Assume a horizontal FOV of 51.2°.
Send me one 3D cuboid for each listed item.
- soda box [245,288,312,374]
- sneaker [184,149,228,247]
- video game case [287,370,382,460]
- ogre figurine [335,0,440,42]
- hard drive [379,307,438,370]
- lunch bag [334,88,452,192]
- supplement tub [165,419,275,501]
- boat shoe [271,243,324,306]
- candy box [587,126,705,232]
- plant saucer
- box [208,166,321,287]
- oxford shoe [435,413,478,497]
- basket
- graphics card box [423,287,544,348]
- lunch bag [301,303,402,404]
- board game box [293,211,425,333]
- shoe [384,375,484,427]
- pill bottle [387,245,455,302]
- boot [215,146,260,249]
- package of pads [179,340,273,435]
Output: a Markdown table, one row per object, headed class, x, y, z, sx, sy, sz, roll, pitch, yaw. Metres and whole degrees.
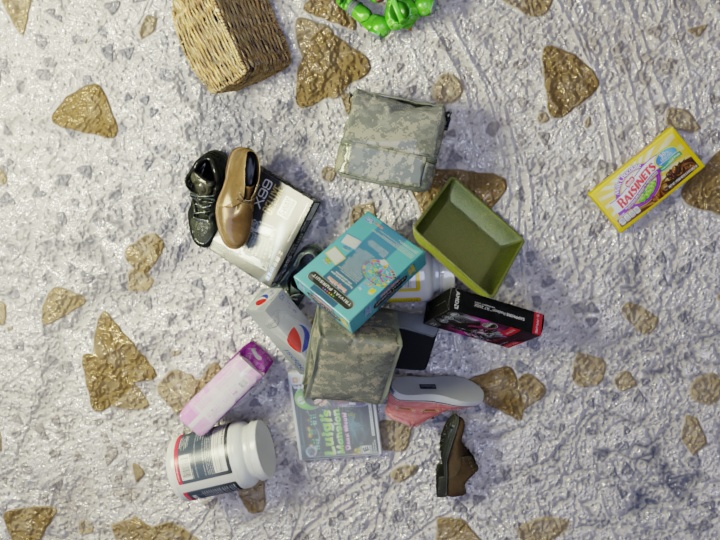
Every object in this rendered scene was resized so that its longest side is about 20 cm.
| class | x | y | z | sx | sy | sz | roll | pitch | yaw |
| --- | --- | --- | --- | --- | --- | --- | --- | --- | --- |
| soda box | -0.138 | 0.125 | 1.509 | 0.068 | 0.063 | 0.200 | -2 | 133 | 46 |
| sneaker | -0.316 | -0.139 | 1.500 | 0.076 | 0.114 | 0.200 | 15 | 104 | 4 |
| video game case | -0.054 | 0.304 | 1.603 | 0.182 | 0.023 | 0.200 | -6 | 100 | 7 |
| ogre figurine | 0.062 | -0.509 | 1.405 | 0.200 | 0.098 | 0.120 | -21 | 86 | -3 |
| hard drive | 0.052 | 0.139 | 1.526 | 0.200 | 0.042 | 0.135 | 12 | 127 | -1 |
| lunch bag | 0.061 | -0.248 | 1.430 | 0.200 | 0.139 | 0.168 | 12 | 102 | 2 |
| supplement tub | -0.293 | 0.397 | 1.582 | 0.200 | 0.140 | 0.141 | -14 | 99 | 8 |
| boat shoe | -0.142 | 0.033 | 1.540 | 0.073 | 0.062 | 0.200 | 34 | 102 | -2 |
| candy box | 0.552 | -0.175 | 1.457 | 0.200 | 0.026 | 0.102 | -41 | 91 | 11 |
| plant saucer | 0.202 | -0.058 | 1.450 | 0.200 | 0.200 | 0.048 | 41 | 137 | -3 |
| box | -0.193 | -0.091 | 1.513 | 0.158 | 0.050 | 0.200 | 32 | 102 | 12 |
| oxford shoe | 0.206 | 0.386 | 1.570 | 0.084 | 0.073 | 0.200 | 3 | 116 | 1 |
| basket | -0.254 | -0.455 | 1.461 | 0.143 | 0.149 | 0.200 | -18 | 100 | 42 |
| graphics card box | 0.237 | 0.094 | 1.460 | 0.200 | 0.125 | 0.051 | 18 | 69 | -14 |
| lunch bag | -0.020 | 0.175 | 1.452 | 0.164 | 0.118 | 0.200 | 7 | 126 | -11 |
| board game box | 0.000 | 0.000 | 1.411 | 0.200 | 0.047 | 0.151 | -42 | 61 | -18 |
| shoe | 0.151 | 0.273 | 1.560 | 0.200 | 0.072 | 0.091 | 5 | 128 | -10 |
| pill bottle | 0.086 | 0.008 | 1.490 | 0.200 | 0.111 | 0.111 | -1 | 100 | 6 |
| boot | -0.231 | -0.137 | 1.446 | 0.074 | 0.075 | 0.200 | 3 | 98 | -28 |
| package of pads | -0.277 | 0.244 | 1.562 | 0.076 | 0.121 | 0.200 | 44 | 102 | -4 |
